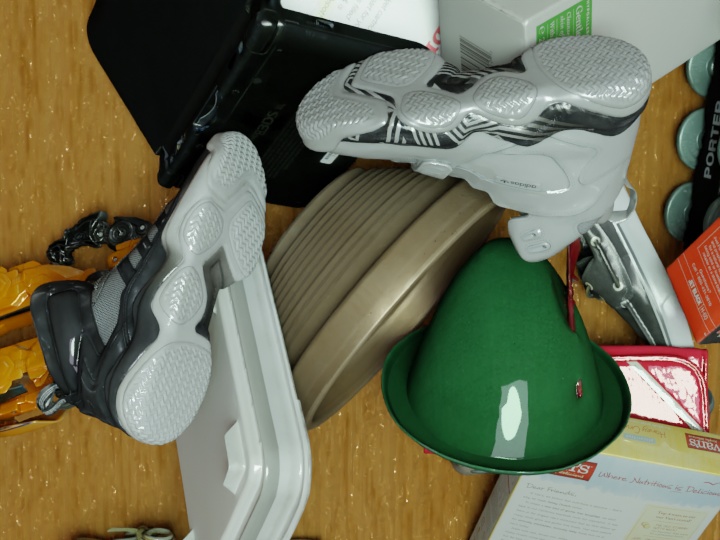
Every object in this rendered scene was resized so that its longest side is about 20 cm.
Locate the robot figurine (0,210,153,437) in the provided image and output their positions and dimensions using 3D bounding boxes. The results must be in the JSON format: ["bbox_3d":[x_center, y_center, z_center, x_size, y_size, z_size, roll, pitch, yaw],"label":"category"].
[{"bbox_3d":[-0.210,0.042,0.789,0.197,0.058,0.147,-16,60,7],"label":"robot figurine"}]

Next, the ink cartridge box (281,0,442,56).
[{"bbox_3d":[-0.009,-0.206,0.778,0.199,0.086,0.148,36,95,-11],"label":"ink cartridge box"}]

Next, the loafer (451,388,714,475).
[{"bbox_3d":[0.159,0.115,0.861,0.196,0.072,0.064,-3,118,3],"label":"loafer"}]

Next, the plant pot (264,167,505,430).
[{"bbox_3d":[0.000,0.000,0.767,0.092,0.201,0.201,41,95,9],"label":"plant pot"}]

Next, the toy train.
[{"bbox_3d":[0.288,-0.087,0.825,0.112,0.085,0.204,4,99,-15],"label":"toy train"}]

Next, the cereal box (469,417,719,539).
[{"bbox_3d":[0.162,0.177,0.824,0.141,0.040,0.202,11,134,-6],"label":"cereal box"}]

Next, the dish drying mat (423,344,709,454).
[{"bbox_3d":[0.142,0.091,0.811,0.196,0.018,0.078,0,87,6],"label":"dish drying mat"}]

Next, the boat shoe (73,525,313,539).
[{"bbox_3d":[-0.123,0.215,0.852,0.197,0.073,0.064,12,93,-17],"label":"boat shoe"}]

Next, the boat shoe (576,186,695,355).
[{"bbox_3d":[0.179,-0.012,0.838,0.056,0.069,0.202,-26,94,6],"label":"boat shoe"}]

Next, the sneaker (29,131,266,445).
[{"bbox_3d":[-0.133,0.002,0.706,0.112,0.076,0.203,4,63,27],"label":"sneaker"}]

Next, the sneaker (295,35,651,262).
[{"bbox_3d":[0.066,-0.063,0.664,0.196,0.076,0.116,-5,130,9],"label":"sneaker"}]

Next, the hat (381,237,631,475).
[{"bbox_3d":[0.097,-0.003,0.730,0.163,0.201,0.179,2,120,1],"label":"hat"}]

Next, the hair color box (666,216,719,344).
[{"bbox_3d":[0.287,-0.030,0.703,0.100,0.201,0.062,0,57,-25],"label":"hair color box"}]

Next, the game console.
[{"bbox_3d":[-0.072,-0.143,0.749,0.173,0.200,0.118,8,64,-25],"label":"game console"}]

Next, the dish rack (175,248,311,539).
[{"bbox_3d":[-0.089,0.099,0.746,0.043,0.202,0.173,3,136,-22],"label":"dish rack"}]

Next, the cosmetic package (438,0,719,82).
[{"bbox_3d":[0.148,-0.170,0.741,0.199,0.085,0.109,-33,138,-22],"label":"cosmetic package"}]
